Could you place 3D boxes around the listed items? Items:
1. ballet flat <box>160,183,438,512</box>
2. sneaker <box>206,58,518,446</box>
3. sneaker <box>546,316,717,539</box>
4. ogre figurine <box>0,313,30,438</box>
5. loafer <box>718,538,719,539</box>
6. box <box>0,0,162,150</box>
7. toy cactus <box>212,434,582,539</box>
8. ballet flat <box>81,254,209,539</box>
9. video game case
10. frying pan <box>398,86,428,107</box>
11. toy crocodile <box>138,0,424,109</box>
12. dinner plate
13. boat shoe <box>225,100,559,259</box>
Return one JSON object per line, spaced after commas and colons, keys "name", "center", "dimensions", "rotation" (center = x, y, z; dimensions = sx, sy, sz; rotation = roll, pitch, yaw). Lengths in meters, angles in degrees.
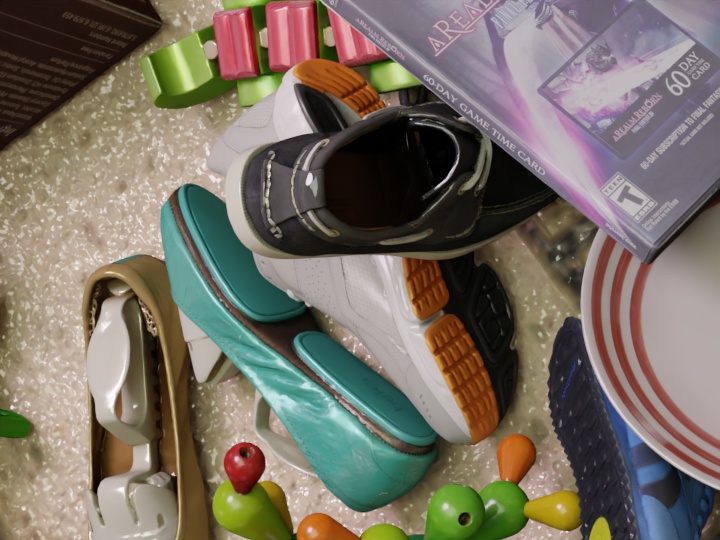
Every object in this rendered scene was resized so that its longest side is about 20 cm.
{"name": "ballet flat", "center": [-0.046, 0.045, 1.446], "dimensions": [0.200, 0.067, 0.070], "rotation": [46, 115, 22]}
{"name": "sneaker", "center": [0.000, 0.000, 1.420], "dimensions": [0.092, 0.076, 0.200], "rotation": [-29, 90, 38]}
{"name": "sneaker", "center": [0.137, 0.099, 1.316], "dimensions": [0.200, 0.078, 0.066], "rotation": [-97, 22, -46]}
{"name": "ogre figurine", "center": [-0.236, 0.073, 1.493], "dimensions": [0.098, 0.120, 0.201], "rotation": [-10, 80, 26]}
{"name": "loafer", "center": [0.165, 0.196, 1.341], "dimensions": [0.072, 0.063, 0.201], "rotation": [24, 94, 23]}
{"name": "box", "center": [-0.245, -0.146, 1.493], "dimensions": [0.200, 0.164, 0.166], "rotation": [-36, 73, 16]}
{"name": "toy cactus", "center": [0.016, 0.147, 1.382], "dimensions": [0.102, 0.199, 0.165], "rotation": [-94, 21, -44]}
{"name": "ballet flat", "center": [-0.117, 0.091, 1.471], "dimensions": [0.068, 0.063, 0.201], "rotation": [-8, 82, 23]}
{"name": "video game case", "center": [0.099, -0.108, 1.359], "dimensions": [0.200, 0.019, 0.143], "rotation": [40, 58, 12]}
{"name": "frying pan", "center": [0.046, -0.183, 1.446], "dimensions": [0.115, 0.031, 0.191], "rotation": [-18, 91, 23]}
{"name": "toy crocodile", "center": [-0.019, -0.117, 1.437], "dimensions": [0.199, 0.062, 0.068], "rotation": [-6, 95, 32]}
{"name": "dinner plate", "center": [0.199, 0.022, 1.323], "dimensions": [0.199, 0.024, 0.201], "rotation": [-1, 59, 1]}
{"name": "boat shoe", "center": [0.035, -0.044, 1.352], "dimensions": [0.068, 0.200, 0.072], "rotation": [-20, 83, 50]}
